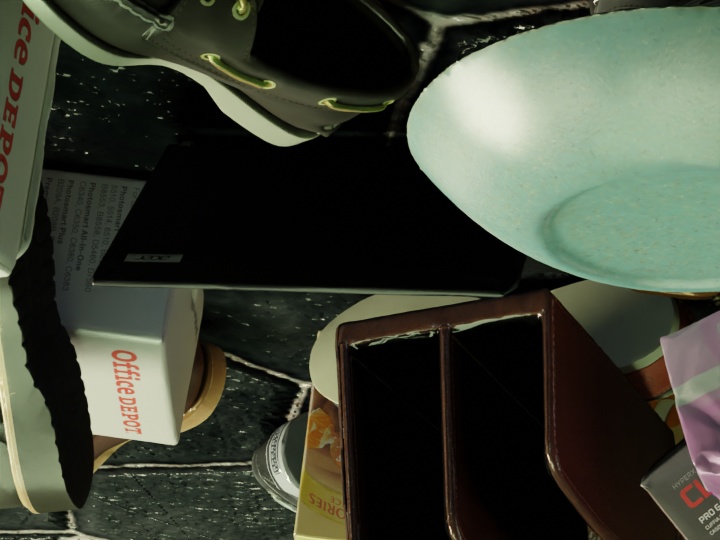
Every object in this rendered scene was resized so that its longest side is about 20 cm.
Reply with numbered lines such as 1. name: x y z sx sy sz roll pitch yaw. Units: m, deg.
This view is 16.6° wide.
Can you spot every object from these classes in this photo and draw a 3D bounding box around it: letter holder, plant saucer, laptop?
1. letter holder: 0.072 0.115 1.108 0.100 0.143 0.200 -10 155 20
2. plant saucer: 0.115 -0.030 0.855 0.199 0.039 0.201 2 158 1
3. laptop: 0.000 0.000 1.080 0.176 0.104 0.200 2 157 13

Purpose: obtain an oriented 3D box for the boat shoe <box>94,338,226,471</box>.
1. boat shoe: -0.158 0.071 1.345 0.070 0.071 0.200 15 149 -37

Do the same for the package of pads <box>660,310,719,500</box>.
1. package of pads: 0.226 0.035 0.929 0.199 0.076 0.120 -27 139 19

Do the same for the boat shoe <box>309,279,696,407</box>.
1. boat shoe: 0.072 0.044 1.216 0.199 0.072 0.063 -9 156 24

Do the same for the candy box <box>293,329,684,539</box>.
1. candy box: 0.070 0.101 1.286 0.198 0.116 0.055 6 159 3

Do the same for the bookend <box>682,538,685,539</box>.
1. bookend: 0.243 0.170 1.432 0.198 0.093 0.200 15 157 -19

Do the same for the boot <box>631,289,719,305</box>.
1. boot: 0.192 -0.029 1.018 0.198 0.074 0.155 1 165 7

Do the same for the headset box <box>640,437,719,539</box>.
1. headset box: 0.227 0.101 1.042 0.149 0.200 0.077 -40 174 13

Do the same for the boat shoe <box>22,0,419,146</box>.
1. boat shoe: -0.054 -0.104 0.897 0.060 0.072 0.201 -13 158 32

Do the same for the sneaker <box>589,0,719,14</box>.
1. sneaker: 0.169 -0.091 0.848 0.199 0.078 0.078 -11 151 34

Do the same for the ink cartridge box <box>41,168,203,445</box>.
1. ink cartridge box: -0.180 0.013 1.187 0.198 0.085 0.146 7 157 2

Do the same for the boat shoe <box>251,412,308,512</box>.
1. boat shoe: 0.030 0.141 1.452 0.198 0.074 0.068 17 159 -18

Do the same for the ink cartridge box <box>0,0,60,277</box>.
1. ink cartridge box: -0.191 -0.099 0.840 0.085 0.147 0.200 -5 155 24

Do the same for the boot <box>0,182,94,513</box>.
1. boot: -0.203 0.019 1.074 0.137 0.201 0.078 -6 -164 10
